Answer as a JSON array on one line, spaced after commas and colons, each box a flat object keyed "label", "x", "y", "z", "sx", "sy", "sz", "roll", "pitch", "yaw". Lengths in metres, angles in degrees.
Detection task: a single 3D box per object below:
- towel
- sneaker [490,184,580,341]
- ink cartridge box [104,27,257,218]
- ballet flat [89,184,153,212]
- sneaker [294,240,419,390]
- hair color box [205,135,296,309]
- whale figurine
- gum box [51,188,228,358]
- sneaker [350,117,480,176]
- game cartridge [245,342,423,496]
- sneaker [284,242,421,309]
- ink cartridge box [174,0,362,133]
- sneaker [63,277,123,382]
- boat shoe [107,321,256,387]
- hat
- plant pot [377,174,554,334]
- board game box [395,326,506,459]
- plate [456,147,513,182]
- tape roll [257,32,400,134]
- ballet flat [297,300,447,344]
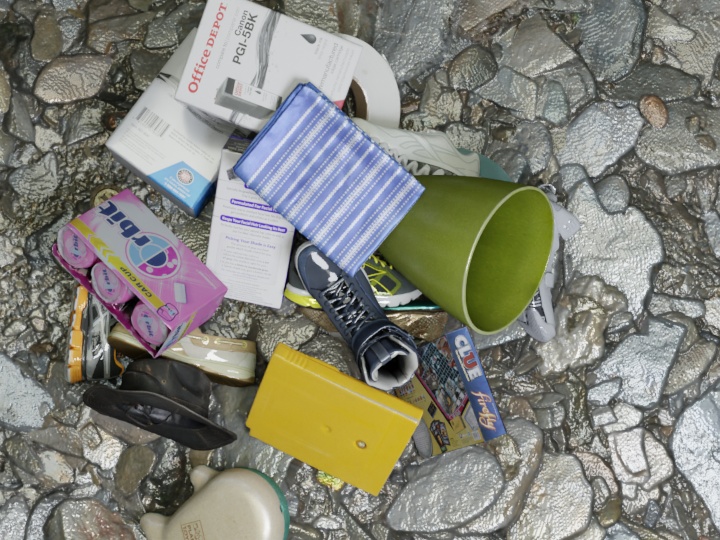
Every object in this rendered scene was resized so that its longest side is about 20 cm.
[{"label": "towel", "x": -0.039, "y": -0.110, "z": 1.481, "sx": 0.200, "sy": 0.024, "sz": 0.145, "roll": 41, "pitch": 97, "yaw": -1}, {"label": "sneaker", "x": 0.242, "y": -0.014, "z": 1.633, "sx": 0.114, "sy": 0.075, "sz": 0.202, "roll": -25, "pitch": 97, "yaw": -16}, {"label": "ink cartridge box", "x": -0.218, "y": -0.195, "z": 1.636, "sx": 0.144, "sy": 0.084, "sz": 0.201, "roll": 36, "pitch": 82, "yaw": 2}, {"label": "ballet flat", "x": -0.284, "y": -0.038, "z": 1.632, "sx": 0.067, "sy": 0.046, "sz": 0.200, "roll": -41, "pitch": 86, "yaw": -7}, {"label": "sneaker", "x": -0.002, "y": 0.057, "z": 1.504, "sx": 0.077, "sy": 0.146, "sz": 0.203, "roll": -37, "pitch": 109, "yaw": 3}, {"label": "hair color box", "x": -0.136, "y": -0.062, "z": 1.588, "sx": 0.108, "sy": 0.065, "sz": 0.202, "roll": 12, "pitch": 115, "yaw": -1}, {"label": "whale figurine", "x": -0.181, "y": 0.324, "z": 1.575, "sx": 0.198, "sy": 0.104, "sz": 0.161, "roll": -19, "pitch": 84, "yaw": 20}, {"label": "gum box", "x": -0.279, "y": -0.003, "z": 1.546, "sx": 0.200, "sy": 0.066, "sz": 0.113, "roll": 44, "pitch": 43, "yaw": 8}, {"label": "sneaker", "x": 0.068, "y": -0.155, "z": 1.624, "sx": 0.199, "sy": 0.075, "sz": 0.082, "roll": 26, "pitch": 72, "yaw": -13}, {"label": "game cartridge", "x": -0.038, "y": 0.189, "z": 1.557, "sx": 0.199, "sy": 0.177, "sz": 0.033, "roll": 27, "pitch": 45, "yaw": 2}, {"label": "sneaker", "x": 0.000, "y": 0.000, "z": 1.596, "sx": 0.198, "sy": 0.074, "sz": 0.085, "roll": -5, "pitch": 111, "yaw": -20}, {"label": "ink cartridge box", "x": -0.115, "y": -0.243, "z": 1.520, "sx": 0.198, "sy": 0.083, "sz": 0.148, "roll": 20, "pitch": 96, "yaw": -8}, {"label": "sneaker", "x": -0.339, "y": 0.048, "z": 1.611, "sx": 0.076, "sy": 0.078, "sz": 0.202, "roll": 8, "pitch": 84, "yaw": -17}, {"label": "boat shoe", "x": -0.228, "y": 0.096, "z": 1.596, "sx": 0.198, "sy": 0.074, "sz": 0.067, "roll": 19, "pitch": 69, "yaw": -22}, {"label": "hat", "x": -0.242, "y": 0.156, "z": 1.550, "sx": 0.199, "sy": 0.201, "sz": 0.082, "roll": 15, "pitch": 66, "yaw": 0}, {"label": "plant pot", "x": 0.107, "y": -0.044, "z": 1.536, "sx": 0.199, "sy": 0.187, "sz": 0.188, "roll": 24, "pitch": 80, "yaw": 35}, {"label": "board game box", "x": 0.103, "y": 0.157, "z": 1.544, "sx": 0.034, "sy": 0.200, "sz": 0.137, "roll": -18, "pitch": 83, "yaw": -23}, {"label": "plate", "x": 0.124, "y": -0.070, "z": 1.664, "sx": 0.198, "sy": 0.026, "sz": 0.202, "roll": 0, "pitch": 83, "yaw": -1}, {"label": "tape roll", "x": -0.042, "y": -0.212, "z": 1.625, "sx": 0.201, "sy": 0.037, "sz": 0.205, "roll": -5, "pitch": 101, "yaw": -26}, {"label": "ballet flat", "x": 0.016, "y": 0.073, "z": 1.622, "sx": 0.198, "sy": 0.071, "sz": 0.066, "roll": 2, "pitch": 100, "yaw": 2}]
